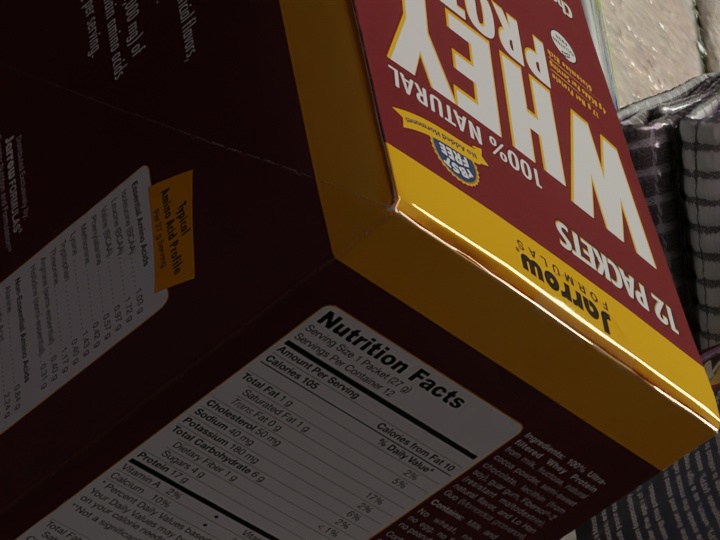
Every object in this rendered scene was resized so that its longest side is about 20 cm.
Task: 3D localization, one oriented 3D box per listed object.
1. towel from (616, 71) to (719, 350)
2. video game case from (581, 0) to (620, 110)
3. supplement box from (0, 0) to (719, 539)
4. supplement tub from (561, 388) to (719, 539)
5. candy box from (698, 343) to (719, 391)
[{"bbox_3d":[0.170,-0.006,1.181,0.200,0.085,0.166,-27,110,-65],"label":"towel"},{"bbox_3d":[0.107,-0.111,1.232,0.182,0.022,0.200,-87,165,-58],"label":"video game case"},{"bbox_3d":[-0.035,-0.001,0.725,0.133,0.200,0.197,34,31,-38],"label":"supplement box"},{"bbox_3d":[0.153,0.110,0.914,0.140,0.200,0.140,41,26,-26],"label":"supplement tub"},{"bbox_3d":[0.184,0.122,1.050,0.200,0.117,0.056,47,57,-13],"label":"candy box"}]
